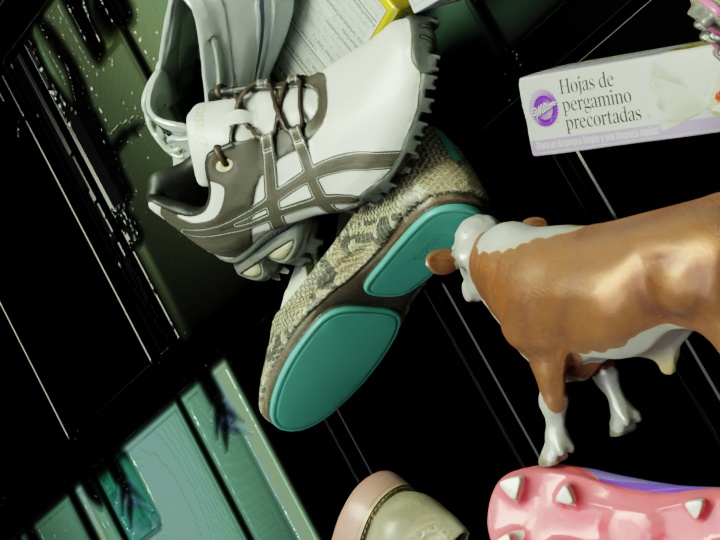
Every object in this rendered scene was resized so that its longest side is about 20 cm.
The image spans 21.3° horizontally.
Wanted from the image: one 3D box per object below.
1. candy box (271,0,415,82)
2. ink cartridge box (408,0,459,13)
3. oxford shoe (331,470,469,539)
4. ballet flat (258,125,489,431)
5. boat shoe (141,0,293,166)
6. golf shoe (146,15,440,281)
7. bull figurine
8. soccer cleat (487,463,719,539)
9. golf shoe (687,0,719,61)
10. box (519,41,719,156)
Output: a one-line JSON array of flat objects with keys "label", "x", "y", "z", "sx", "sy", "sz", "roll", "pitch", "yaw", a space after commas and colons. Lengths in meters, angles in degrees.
[{"label": "candy box", "x": -0.050, "y": -0.180, "z": 1.029, "sx": 0.200, "sy": 0.026, "sz": 0.102, "roll": 54, "pitch": 141, "yaw": 18}, {"label": "ink cartridge box", "x": 0.082, "y": -0.200, "z": 0.872, "sx": 0.200, "sy": 0.044, "sz": 0.095, "roll": -24, "pitch": 88, "yaw": 47}, {"label": "oxford shoe", "x": 0.017, "y": 0.216, "z": 1.072, "sx": 0.074, "sy": 0.071, "sz": 0.201, "roll": 23, "pitch": 120, "yaw": 36}, {"label": "ballet flat", "x": 0.000, "y": 0.000, "z": 1.026, "sx": 0.200, "sy": 0.068, "sz": 0.076, "roll": -54, "pitch": 44, "yaw": 36}, {"label": "boat shoe", "x": -0.090, "y": -0.095, "z": 1.047, "sx": 0.074, "sy": 0.067, "sz": 0.201, "roll": 46, "pitch": 145, "yaw": 28}, {"label": "golf shoe", "x": -0.037, "y": -0.066, "z": 0.973, "sx": 0.200, "sy": 0.094, "sz": 0.078, "roll": -45, "pitch": 34, "yaw": 39}, {"label": "bull figurine", "x": 0.117, "y": 0.022, "z": 0.903, "sx": 0.199, "sy": 0.065, "sz": 0.122, "roll": -12, "pitch": 98, "yaw": 49}, {"label": "soccer cleat", "x": 0.156, "y": 0.131, "z": 0.911, "sx": 0.199, "sy": 0.076, "sz": 0.067, "roll": 8, "pitch": 90, "yaw": 26}, {"label": "golf shoe", "x": 0.141, "y": -0.150, "z": 0.773, "sx": 0.092, "sy": 0.073, "sz": 0.200, "roll": -47, "pitch": 69, "yaw": 7}, {"label": "box", "x": 0.157, "y": -0.082, "z": 0.840, "sx": 0.199, "sy": 0.041, "sz": 0.039, "roll": -4, "pitch": 100, "yaw": 48}]
